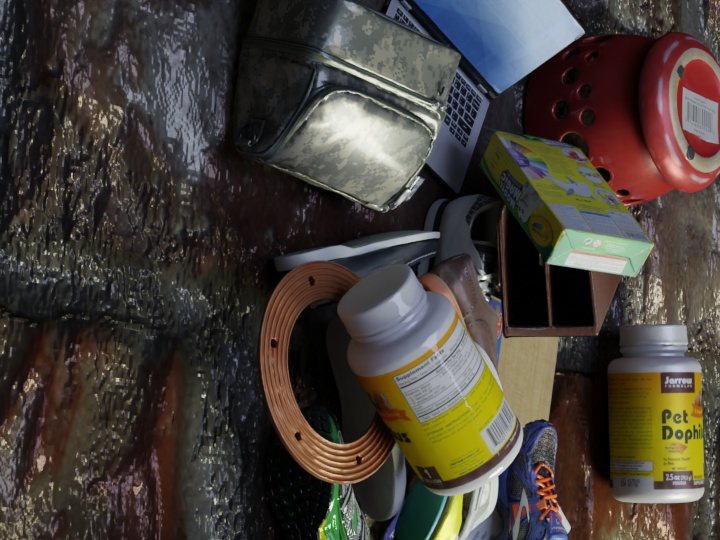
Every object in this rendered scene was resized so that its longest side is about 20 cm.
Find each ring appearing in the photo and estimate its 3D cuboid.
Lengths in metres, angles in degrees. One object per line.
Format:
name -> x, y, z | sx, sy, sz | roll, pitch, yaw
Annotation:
ring -> -0.027, 0.092, 1.477 | 0.199, 0.019, 0.203 | 20, 63, -46

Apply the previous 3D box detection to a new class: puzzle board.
puzzle board -> 0.157, 0.139, 1.781 | 0.150, 0.017, 0.203 | 24, 68, -43

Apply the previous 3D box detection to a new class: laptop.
laptop -> 0.116, -0.217, 1.693 | 0.187, 0.115, 0.202 | 41, 58, -37

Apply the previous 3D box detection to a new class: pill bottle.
pill bottle -> 0.060, 0.097, 1.480 | 0.109, 0.108, 0.201 | -48, 116, -39
pill bottle -> 0.344, 0.166, 1.907 | 0.109, 0.108, 0.203 | 3, 84, -48

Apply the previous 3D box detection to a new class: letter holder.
letter holder -> 0.212, -0.030, 1.728 | 0.200, 0.099, 0.144 | -48, 134, -66

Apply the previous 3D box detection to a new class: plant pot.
plant pot -> 0.313, -0.176, 1.864 | 0.199, 0.181, 0.203 | 9, 77, -47

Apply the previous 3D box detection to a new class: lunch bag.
lunch bag -> -0.018, -0.158, 1.532 | 0.199, 0.139, 0.170 | 19, 91, -44

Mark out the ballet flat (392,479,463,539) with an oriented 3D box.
ballet flat -> 0.055, 0.280, 1.578 | 0.067, 0.067, 0.202 | 28, 93, -31

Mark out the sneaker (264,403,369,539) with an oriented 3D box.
sneaker -> -0.036, 0.223, 1.527 | 0.085, 0.077, 0.203 | -16, 105, -57

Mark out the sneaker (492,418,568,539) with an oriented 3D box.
sneaker -> 0.181, 0.254, 1.671 | 0.075, 0.078, 0.203 | 13, 81, -45

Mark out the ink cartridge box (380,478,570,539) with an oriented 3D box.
ink cartridge box -> 0.125, 0.275, 1.700 | 0.200, 0.040, 0.201 | -54, 126, -30

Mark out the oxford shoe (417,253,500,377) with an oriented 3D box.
oxford shoe -> 0.119, 0.077, 1.635 | 0.073, 0.071, 0.202 | -36, 121, -25

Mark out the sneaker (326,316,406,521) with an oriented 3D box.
sneaker -> 0.038, 0.136, 1.606 | 0.115, 0.073, 0.203 | -12, 94, -45

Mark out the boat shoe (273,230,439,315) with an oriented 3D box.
boat shoe -> 0.000, 0.000, 1.581 | 0.198, 0.075, 0.061 | -12, 95, -36

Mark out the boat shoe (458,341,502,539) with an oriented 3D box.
boat shoe -> 0.097, 0.164, 1.592 | 0.065, 0.073, 0.205 | -44, 137, -60

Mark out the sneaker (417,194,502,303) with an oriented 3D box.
sneaker -> 0.104, 0.021, 1.686 | 0.076, 0.080, 0.203 | 13, 79, -48

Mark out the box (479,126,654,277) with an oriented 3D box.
box -> 0.200, -0.076, 1.657 | 0.116, 0.201, 0.049 | 9, 124, -29
